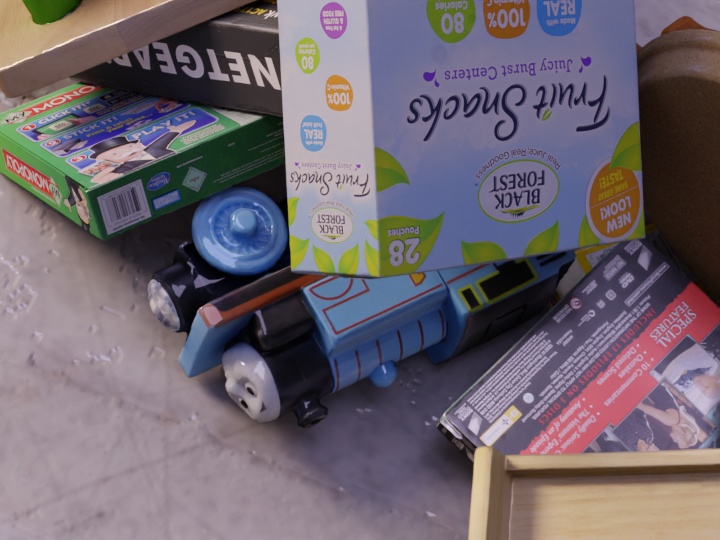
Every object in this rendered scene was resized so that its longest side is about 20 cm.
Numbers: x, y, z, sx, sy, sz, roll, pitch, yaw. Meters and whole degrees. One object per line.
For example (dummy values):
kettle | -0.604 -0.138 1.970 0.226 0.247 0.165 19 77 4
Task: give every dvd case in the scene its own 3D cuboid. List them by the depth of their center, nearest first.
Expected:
dvd case | 0.154 0.095 1.353 0.200 0.022 0.146 43 67 7

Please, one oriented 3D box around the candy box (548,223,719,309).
candy box | 0.197 0.011 1.428 0.200 0.026 0.102 -18 67 -19

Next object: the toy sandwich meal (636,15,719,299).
toy sandwich meal | 0.202 -0.047 1.344 0.205 0.205 0.070 41 64 14

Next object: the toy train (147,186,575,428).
toy train | 0.000 0.000 1.368 0.200 0.087 0.114 -25 73 -22

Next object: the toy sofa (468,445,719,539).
toy sofa | 0.152 0.125 1.258 0.200 0.098 0.083 -4 70 23

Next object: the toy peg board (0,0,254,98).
toy peg board | -0.099 -0.206 1.365 0.199 0.098 0.200 -21 36 13

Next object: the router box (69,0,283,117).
router box | -0.033 -0.134 1.383 0.200 0.051 0.149 12 37 44

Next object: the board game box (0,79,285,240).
board game box | -0.068 -0.081 1.389 0.200 0.029 0.135 -24 26 -21

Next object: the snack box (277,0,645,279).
snack box | 0.045 -0.104 1.274 0.168 0.068 0.200 -9 100 -40
